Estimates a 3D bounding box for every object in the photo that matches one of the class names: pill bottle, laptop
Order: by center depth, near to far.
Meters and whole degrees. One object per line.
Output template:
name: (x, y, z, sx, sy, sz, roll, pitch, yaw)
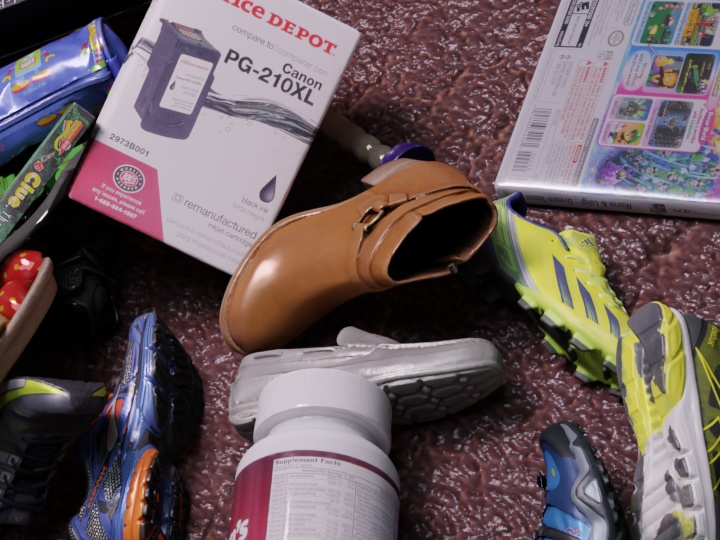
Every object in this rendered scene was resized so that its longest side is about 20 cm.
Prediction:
pill bottle: (-0.030, 0.171, 1.263, 0.109, 0.110, 0.201, -8, 52, 16)
laptop: (-0.282, -0.251, 1.685, 0.186, 0.116, 0.201, -18, 50, 8)

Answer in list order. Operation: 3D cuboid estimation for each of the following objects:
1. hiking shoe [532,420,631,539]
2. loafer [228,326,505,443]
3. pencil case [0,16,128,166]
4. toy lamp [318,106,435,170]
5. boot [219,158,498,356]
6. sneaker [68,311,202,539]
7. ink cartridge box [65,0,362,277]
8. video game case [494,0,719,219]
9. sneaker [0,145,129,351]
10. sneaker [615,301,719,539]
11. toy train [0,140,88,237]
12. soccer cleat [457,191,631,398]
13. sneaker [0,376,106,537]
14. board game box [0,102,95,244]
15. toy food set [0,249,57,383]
hiking shoe: (0.124, 0.180, 1.215, 0.086, 0.075, 0.201, -17, 50, 9)
loafer: (0.002, 0.069, 1.354, 0.199, 0.070, 0.070, -10, 57, 18)
pencil case: (-0.277, -0.130, 1.614, 0.199, 0.078, 0.087, -27, 25, 2)
toy lamp: (-0.028, -0.115, 1.516, 0.058, 0.058, 0.200, -43, 50, -13)
boot: (0.000, 0.000, 1.361, 0.199, 0.077, 0.155, -34, 20, -9)
sneaker: (-0.164, 0.115, 1.388, 0.078, 0.075, 0.201, -10, 50, 19)
ink cartridge box: (-0.107, -0.115, 1.441, 0.201, 0.144, 0.084, -65, 11, 1)
video game case: (0.210, -0.127, 1.449, 0.181, 0.024, 0.201, 6, 56, 26)
sneaker: (-0.201, -0.018, 1.503, 0.114, 0.076, 0.200, 32, 74, 35)
sneaker: (0.216, 0.115, 1.228, 0.084, 0.074, 0.201, 6, 68, -23)
toy train: (-0.274, -0.054, 1.584, 0.199, 0.042, 0.057, -26, 38, 2)
soccer cleat: (0.142, 0.010, 1.345, 0.084, 0.065, 0.200, -38, 49, -12)
sneaker: (-0.228, 0.131, 1.363, 0.200, 0.073, 0.081, -41, 51, 51)
board game box: (-0.258, -0.036, 1.425, 0.200, 0.023, 0.105, -53, 8, -1)
toy food set: (-0.281, 0.069, 1.380, 0.198, 0.049, 0.200, -44, 15, 38)
